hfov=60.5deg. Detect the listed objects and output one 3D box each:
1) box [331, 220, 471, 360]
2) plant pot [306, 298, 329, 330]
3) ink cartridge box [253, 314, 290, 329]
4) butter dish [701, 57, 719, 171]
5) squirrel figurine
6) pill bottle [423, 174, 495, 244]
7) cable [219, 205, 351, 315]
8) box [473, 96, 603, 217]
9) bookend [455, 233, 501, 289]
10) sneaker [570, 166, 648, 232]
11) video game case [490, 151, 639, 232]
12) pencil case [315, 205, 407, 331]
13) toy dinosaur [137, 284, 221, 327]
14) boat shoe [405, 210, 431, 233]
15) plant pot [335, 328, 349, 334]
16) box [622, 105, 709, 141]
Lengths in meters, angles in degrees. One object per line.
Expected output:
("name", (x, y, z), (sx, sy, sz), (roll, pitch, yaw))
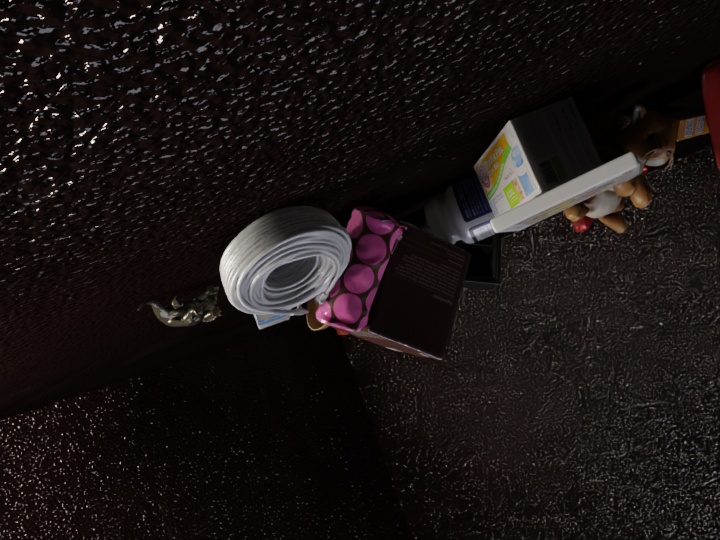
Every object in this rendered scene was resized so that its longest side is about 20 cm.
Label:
("box", (0.073, 0.036, 1.133), (0.162, 0.203, 0.165), (23, 168, -24))
("plant pot", (-0.043, 0.019, 1.153), (0.027, 0.203, 0.199), (24, 154, -21))
("ink cartridge box", (-0.182, 0.045, 1.175), (0.067, 0.117, 0.200), (-19, 174, -10))
("butter dish", (0.660, -0.287, 1.040), (0.196, 0.203, 0.148), (-21, -162, 9))
("squirrel figurine", (0.408, -0.192, 1.005), (0.139, 0.202, 0.188), (13, 130, -26))
("pill bottle", (0.224, -0.120, 1.144), (0.197, 0.118, 0.116), (-22, 174, 15))
("cable", (-0.106, -0.012, 0.903), (0.198, 0.070, 0.200), (0, 141, -45))
("box", (0.258, -0.157, 0.933), (0.100, 0.114, 0.200), (-21, 173, -7))
("bookend", (0.210, -0.070, 1.392), (0.195, 0.204, 0.092), (6, 170, -9))
("sneaker", (0.447, -0.163, 1.108), (0.114, 0.203, 0.078), (4, 161, 36))
("video game case", (0.294, -0.105, 0.876), (0.198, 0.023, 0.181), (-27, 173, 24))
("pencil case", (0.000, 0.000, 1.008), (0.092, 0.203, 0.091), (20, -169, -5))
("toy dinosaur", (-0.327, 0.079, 1.165), (0.199, 0.078, 0.102), (-20, 168, -48))
("boat shoe", (0.145, -0.099, 1.317), (0.196, 0.073, 0.065), (-8, 150, 17))
("plant pot", (0.015, 0.055, 1.437), (0.196, 0.180, 0.200), (-5, 176, 5))
("box", (0.577, -0.274, 1.135), (0.198, 0.042, 0.118), (-15, -156, -34))
